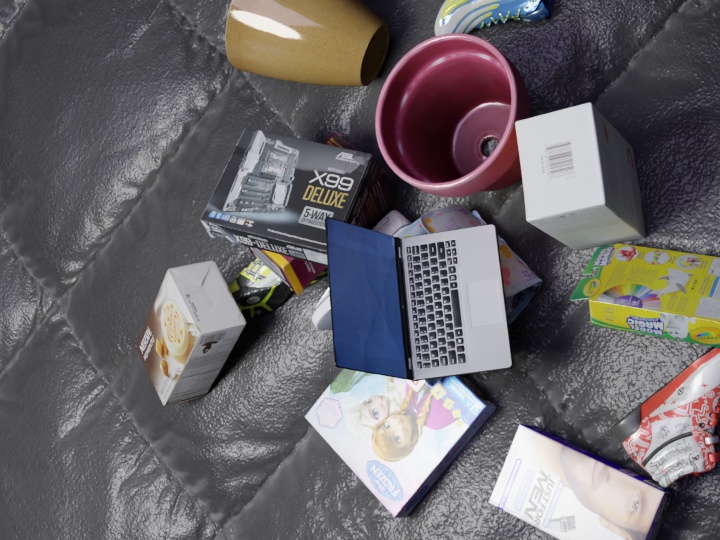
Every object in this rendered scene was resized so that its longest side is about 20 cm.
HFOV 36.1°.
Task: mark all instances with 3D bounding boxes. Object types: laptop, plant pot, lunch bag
[{"bbox_3d":[0.071,0.027,1.332,0.198,0.116,0.189,-8,70,10],"label":"laptop"},{"bbox_3d":[-0.065,-0.346,1.605,0.199,0.186,0.188,25,93,17],"label":"plant pot"},{"bbox_3d":[0.143,-0.186,1.449,0.198,0.179,0.202,-5,79,27],"label":"plant pot"},{"bbox_3d":[0.112,0.018,1.454,0.199,0.127,0.170,-35,65,-11],"label":"lunch bag"}]

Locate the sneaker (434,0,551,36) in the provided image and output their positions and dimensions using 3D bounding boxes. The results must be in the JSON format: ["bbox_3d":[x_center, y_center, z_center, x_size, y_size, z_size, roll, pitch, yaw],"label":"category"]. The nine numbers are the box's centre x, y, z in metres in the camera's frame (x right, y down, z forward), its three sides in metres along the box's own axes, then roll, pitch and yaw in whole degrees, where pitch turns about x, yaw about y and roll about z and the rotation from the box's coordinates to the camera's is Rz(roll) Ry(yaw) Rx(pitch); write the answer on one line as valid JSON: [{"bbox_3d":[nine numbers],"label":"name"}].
[{"bbox_3d":[0.196,-0.367,1.513,0.200,0.076,0.105,-43,65,14],"label":"sneaker"}]

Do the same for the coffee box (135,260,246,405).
[{"bbox_3d":[-0.251,0.094,1.615,0.115,0.079,0.200,60,142,23],"label":"coffee box"}]

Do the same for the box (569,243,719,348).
[{"bbox_3d":[0.363,0.027,1.332,0.198,0.049,0.118,12,44,28],"label":"box"}]

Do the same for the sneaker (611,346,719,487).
[{"bbox_3d":[0.408,0.169,1.311,0.201,0.067,0.108,-41,76,10],"label":"sneaker"}]

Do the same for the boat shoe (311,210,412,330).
[{"bbox_3d":[0.000,0.000,1.562,0.200,0.074,0.065,-43,60,4],"label":"boat shoe"}]

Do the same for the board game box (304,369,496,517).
[{"bbox_3d":[0.050,0.194,1.508,0.200,0.041,0.200,43,102,28],"label":"board game box"}]

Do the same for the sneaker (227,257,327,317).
[{"bbox_3d":[-0.134,0.005,1.632,0.199,0.075,0.077,-27,62,10],"label":"sneaker"}]

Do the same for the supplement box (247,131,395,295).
[{"bbox_3d":[-0.062,-0.081,1.555,0.200,0.086,0.110,-44,61,-12],"label":"supplement box"}]

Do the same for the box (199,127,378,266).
[{"bbox_3d":[-0.094,-0.100,1.493,0.198,0.050,0.159,15,66,20],"label":"box"}]

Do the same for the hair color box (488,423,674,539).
[{"bbox_3d":[0.270,0.280,1.363,0.199,0.065,0.110,22,91,28],"label":"hair color box"}]

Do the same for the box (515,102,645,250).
[{"bbox_3d":[0.272,-0.109,1.353,0.097,0.200,0.126,-12,75,26],"label":"box"}]
